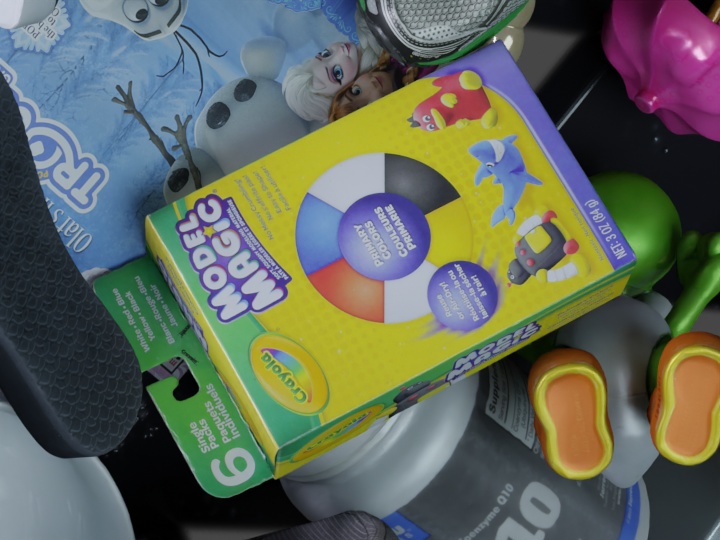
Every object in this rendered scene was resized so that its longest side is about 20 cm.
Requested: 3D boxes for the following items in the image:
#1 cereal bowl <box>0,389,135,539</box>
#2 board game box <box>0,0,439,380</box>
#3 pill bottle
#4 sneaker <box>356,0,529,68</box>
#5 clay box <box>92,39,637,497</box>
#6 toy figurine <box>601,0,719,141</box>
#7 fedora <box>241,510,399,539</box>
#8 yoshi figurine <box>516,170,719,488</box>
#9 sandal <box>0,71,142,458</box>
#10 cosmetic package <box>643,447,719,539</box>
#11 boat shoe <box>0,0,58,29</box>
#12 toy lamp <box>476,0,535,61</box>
[{"bbox_3d":[-0.197,0.131,1.119,0.199,0.083,0.201,-13,115,-28],"label":"cereal bowl"},{"bbox_3d":[-0.086,-0.085,1.122,0.199,0.043,0.200,-50,126,-3],"label":"board game box"},{"bbox_3d":[0.033,0.084,1.223,0.200,0.114,0.114,38,88,-36],"label":"pill bottle"},{"bbox_3d":[0.076,-0.166,1.114,0.078,0.085,0.200,45,84,-12],"label":"sneaker"},{"bbox_3d":[0.000,0.000,1.108,0.199,0.115,0.048,-27,165,-15],"label":"clay box"},{"bbox_3d":[0.192,-0.146,1.242,0.200,0.150,0.185,1,126,-58],"label":"toy figurine"},{"bbox_3d":[-0.033,0.153,1.134,0.176,0.200,0.091,-9,88,-6],"label":"fedora"},{"bbox_3d":[0.113,0.014,1.203,0.112,0.200,0.112,40,103,-11],"label":"yoshi figurine"},{"bbox_3d":[-0.152,-0.008,1.051,0.076,0.043,0.201,-50,126,-45],"label":"sandal"},{"bbox_3d":[0.153,0.188,1.367,0.101,0.071,0.201,36,88,-37],"label":"cosmetic package"},{"bbox_3d":[-0.126,-0.195,1.021,0.067,0.072,0.202,-11,95,-29],"label":"boat shoe"},{"bbox_3d":[0.060,-0.098,1.202,0.058,0.058,0.201,7,108,-33],"label":"toy lamp"}]
